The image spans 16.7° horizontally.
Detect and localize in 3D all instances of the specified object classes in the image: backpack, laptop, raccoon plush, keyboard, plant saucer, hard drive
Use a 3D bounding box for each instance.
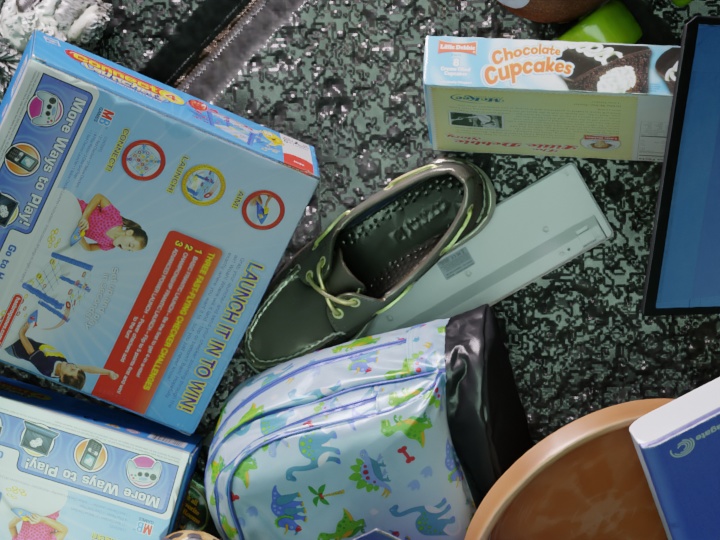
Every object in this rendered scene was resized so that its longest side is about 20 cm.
[{"bbox_3d":[-0.002,0.121,1.578,0.200,0.154,0.163,-2,124,18],"label":"backpack"},{"bbox_3d":[0.281,-0.049,1.412,0.200,0.103,0.178,11,103,17],"label":"laptop"},{"bbox_3d":[-0.220,-0.102,1.610,0.134,0.097,0.200,-8,121,-5],"label":"raccoon plush"},{"bbox_3d":[0.067,0.002,1.617,0.200,0.011,0.056,-30,88,8],"label":"keyboard"},{"bbox_3d":[0.156,0.160,1.558,0.200,0.032,0.201,-14,131,-17],"label":"plant saucer"},{"bbox_3d":[0.251,0.136,1.535,0.132,0.025,0.200,-27,134,-3],"label":"hard drive"}]

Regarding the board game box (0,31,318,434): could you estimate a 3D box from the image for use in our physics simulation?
[{"bbox_3d":[-0.156,-0.022,1.562,0.196,0.056,0.200,23,110,-14],"label":"board game box"}]

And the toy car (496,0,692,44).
[{"bbox_3d":[0.138,-0.216,1.486,0.158,0.200,0.164,-36,92,8],"label":"toy car"}]

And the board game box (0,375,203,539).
[{"bbox_3d":[-0.225,0.179,1.620,0.200,0.056,0.196,17,99,3],"label":"board game box"}]

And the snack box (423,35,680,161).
[{"bbox_3d":[0.141,-0.106,1.541,0.200,0.116,0.037,3,72,5],"label":"snack box"}]

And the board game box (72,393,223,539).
[{"bbox_3d":[-0.136,0.181,1.650,0.200,0.023,0.105,34,101,0],"label":"board game box"}]

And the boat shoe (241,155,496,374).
[{"bbox_3d":[-0.002,-0.002,1.591,0.202,0.060,0.072,-39,80,8],"label":"boat shoe"}]

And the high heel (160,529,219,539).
[{"bbox_3d":[-0.051,0.243,1.548,0.071,0.143,0.200,-44,112,-14],"label":"high heel"}]

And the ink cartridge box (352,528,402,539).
[{"bbox_3d":[0.047,0.237,1.536,0.200,0.198,0.047,23,62,-19],"label":"ink cartridge box"}]
